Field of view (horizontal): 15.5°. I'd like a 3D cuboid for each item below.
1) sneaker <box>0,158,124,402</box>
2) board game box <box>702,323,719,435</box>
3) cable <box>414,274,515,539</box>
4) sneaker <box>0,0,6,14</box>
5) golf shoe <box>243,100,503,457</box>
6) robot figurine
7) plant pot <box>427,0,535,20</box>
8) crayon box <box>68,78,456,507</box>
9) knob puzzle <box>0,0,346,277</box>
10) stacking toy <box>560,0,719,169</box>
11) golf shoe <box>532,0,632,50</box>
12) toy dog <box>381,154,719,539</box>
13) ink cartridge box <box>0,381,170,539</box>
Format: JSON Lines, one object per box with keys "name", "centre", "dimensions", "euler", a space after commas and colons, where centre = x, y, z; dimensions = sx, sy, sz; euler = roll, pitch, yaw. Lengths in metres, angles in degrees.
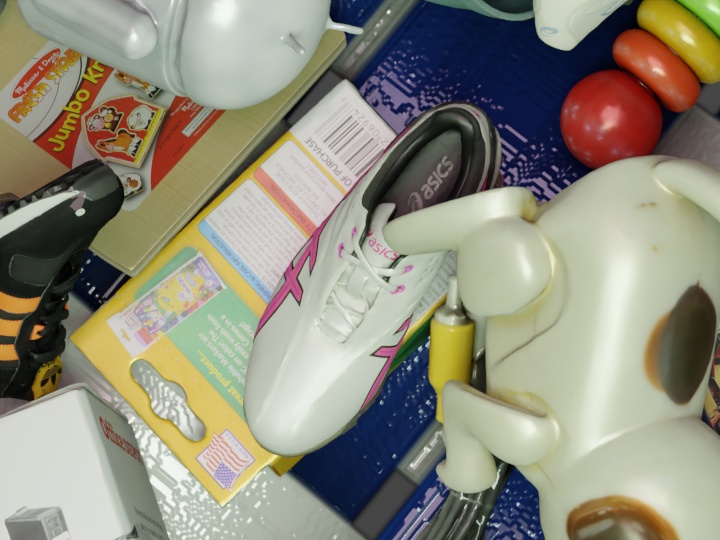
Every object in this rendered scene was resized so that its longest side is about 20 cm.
{"name": "sneaker", "centre": [-0.170, 0.018, 1.359], "dimensions": [0.200, 0.070, 0.090], "euler": [-34, 91, 40]}
{"name": "board game box", "centre": [0.224, 0.086, 1.326], "dimensions": [0.135, 0.035, 0.201], "euler": [-13, 77, -33]}
{"name": "cable", "centre": [0.055, 0.098, 1.371], "dimensions": [0.050, 0.097, 0.201], "euler": [24, 102, 39]}
{"name": "sneaker", "centre": [-0.259, -0.215, 1.435], "dimensions": [0.073, 0.082, 0.200], "euler": [-37, 67, -5]}
{"name": "golf shoe", "centre": [0.000, 0.000, 1.320], "dimensions": [0.072, 0.092, 0.201], "euler": [30, 84, 10]}
{"name": "robot figurine", "centre": [-0.098, -0.154, 1.370], "dimensions": [0.199, 0.170, 0.113], "euler": [24, 126, 19]}
{"name": "plant pot", "centre": [0.031, -0.236, 1.379], "dimensions": [0.134, 0.200, 0.201], "euler": [8, 78, 32]}
{"name": "crayon box", "centre": [-0.037, 0.015, 1.392], "dimensions": [0.200, 0.052, 0.126], "euler": [-43, 78, -5]}
{"name": "knob puzzle", "centre": [-0.136, -0.109, 1.433], "dimensions": [0.218, 0.030, 0.221], "euler": [-3, 64, 7]}
{"name": "stacking toy", "centre": [0.182, -0.132, 1.393], "dimensions": [0.085, 0.085, 0.200], "euler": [40, 91, 11]}
{"name": "golf shoe", "centre": [0.138, -0.190, 1.392], "dimensions": [0.078, 0.098, 0.200], "euler": [29, 43, 16]}
{"name": "toy dog", "centre": [0.125, 0.057, 1.239], "dimensions": [0.193, 0.139, 0.201], "euler": [-16, 81, 33]}
{"name": "ink cartridge box", "centre": [-0.132, 0.171, 1.321], "dimensions": [0.083, 0.144, 0.201], "euler": [-19, 77, 1]}
